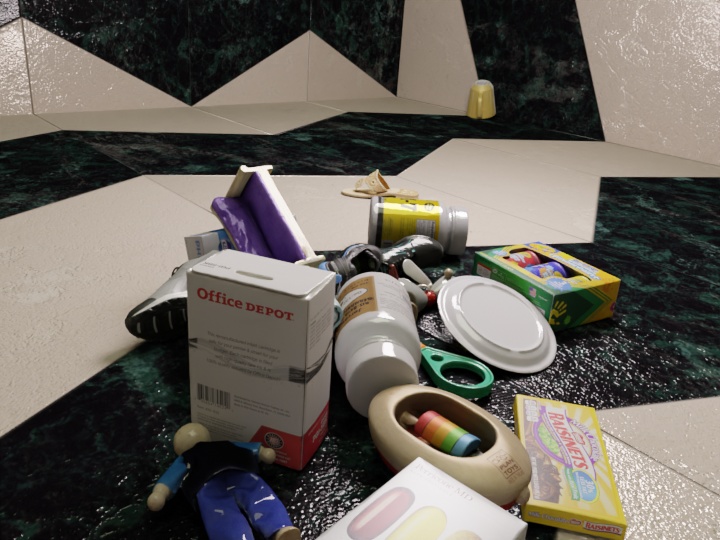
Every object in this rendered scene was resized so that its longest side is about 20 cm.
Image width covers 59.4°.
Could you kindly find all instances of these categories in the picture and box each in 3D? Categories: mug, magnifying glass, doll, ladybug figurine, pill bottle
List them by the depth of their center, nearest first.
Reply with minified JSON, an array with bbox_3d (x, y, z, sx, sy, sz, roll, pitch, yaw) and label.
[{"bbox_3d":[-0.137,0.209,0.610,0.134,0.050,0.199,-9,27,-32],"label":"doll"},{"bbox_3d":[0.089,0.192,0.662,0.134,0.074,0.198,-15,29,-38],"label":"ladybug figurine"},{"bbox_3d":[0.021,0.095,0.824,0.111,0.117,0.201,3,25,-4],"label":"pill bottle"},{"bbox_3d":[0.102,0.124,0.894,0.078,0.023,0.198,-14,27,-38],"label":"magnifying glass"},{"bbox_3d":[0.114,-0.087,1.283,0.195,0.117,0.115,4,22,-2],"label":"pill bottle"},{"bbox_3d":[0.600,-0.838,3.091,0.146,0.156,0.187,-14,35,-13],"label":"mug"}]

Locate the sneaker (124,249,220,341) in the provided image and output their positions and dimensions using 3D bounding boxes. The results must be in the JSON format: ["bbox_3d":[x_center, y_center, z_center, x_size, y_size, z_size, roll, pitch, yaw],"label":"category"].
[{"bbox_3d":[-0.262,0.034,0.932,0.079,0.075,0.199,32,45,26],"label":"sneaker"}]

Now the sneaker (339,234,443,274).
[{"bbox_3d":[0.062,-0.011,1.162,0.195,0.077,0.080,-9,31,-8],"label":"sneaker"}]

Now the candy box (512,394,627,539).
[{"bbox_3d":[0.227,0.210,0.707,0.100,0.027,0.201,11,23,6],"label":"candy box"}]

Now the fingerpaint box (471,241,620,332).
[{"bbox_3d":[0.321,0.021,1.115,0.163,0.075,0.199,-9,26,-29],"label":"fingerpaint box"}]

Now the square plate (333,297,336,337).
[{"bbox_3d":[-0.103,0.067,0.984,0.197,0.029,0.196,-14,28,-38],"label":"square plate"}]

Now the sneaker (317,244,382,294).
[{"bbox_3d":[0.000,0.000,1.021,0.081,0.073,0.199,-9,7,22],"label":"sneaker"}]

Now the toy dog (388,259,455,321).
[{"bbox_3d":[0.089,0.022,1.037,0.129,0.099,0.199,14,24,22],"label":"toy dog"}]

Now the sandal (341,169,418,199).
[{"bbox_3d":[0.054,-0.232,1.674,0.206,0.071,0.078,7,22,7],"label":"sandal"}]

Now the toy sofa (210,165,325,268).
[{"bbox_3d":[-0.151,-0.064,1.006,0.096,0.083,0.202,-15,67,-42],"label":"toy sofa"}]

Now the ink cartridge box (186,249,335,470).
[{"bbox_3d":[-0.107,0.093,0.691,0.143,0.205,0.083,12,22,18],"label":"ink cartridge box"}]

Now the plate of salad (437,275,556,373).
[{"bbox_3d":[0.205,0.084,0.966,0.195,0.049,0.202,15,38,-12],"label":"plate of salad"}]

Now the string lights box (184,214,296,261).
[{"bbox_3d":[-0.194,-0.027,1.081,0.058,0.106,0.198,2,14,45],"label":"string lights box"}]

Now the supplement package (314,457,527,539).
[{"bbox_3d":[0.022,0.250,0.461,0.112,0.112,0.198,21,28,35],"label":"supplement package"}]

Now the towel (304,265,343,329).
[{"bbox_3d":[-0.133,0.065,0.854,0.196,0.049,0.171,-24,28,-10],"label":"towel"}]
